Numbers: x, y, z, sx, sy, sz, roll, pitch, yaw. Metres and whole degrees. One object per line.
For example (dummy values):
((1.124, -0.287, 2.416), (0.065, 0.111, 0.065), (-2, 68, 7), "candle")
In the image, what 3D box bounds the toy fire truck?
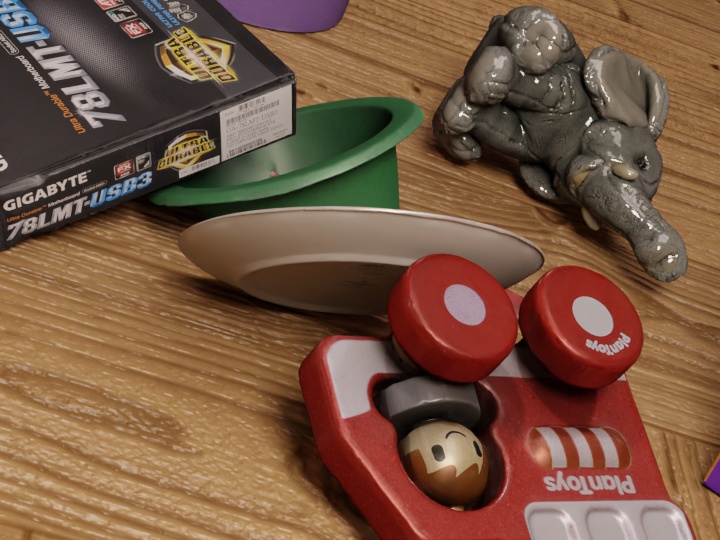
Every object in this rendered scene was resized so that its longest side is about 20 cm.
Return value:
((0.072, 0.092, 0.835), (0.200, 0.112, 0.168), (4, 53, -31), "toy fire truck")

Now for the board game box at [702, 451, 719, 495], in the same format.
((0.363, 0.075, 0.974), (0.200, 0.200, 0.200), (34, 30, 18), "board game box")

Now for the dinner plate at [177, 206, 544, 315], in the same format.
((0.000, 0.000, 0.891), (0.200, 0.200, 0.024), (9, 74, -26), "dinner plate")

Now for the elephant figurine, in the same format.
((0.163, -0.095, 1.201), (0.200, 0.155, 0.142), (34, -15, -4), "elephant figurine")

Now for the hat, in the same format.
((-0.013, 0.000, 1.005), (0.200, 0.176, 0.166), (-8, 22, 22), "hat")

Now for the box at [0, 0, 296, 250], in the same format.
((-0.171, -0.117, 0.979), (0.198, 0.050, 0.200), (-22, 48, -26), "box")

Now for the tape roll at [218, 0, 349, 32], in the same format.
((-0.092, -0.283, 1.355), (0.200, 0.085, 0.200), (18, 28, -10), "tape roll")
